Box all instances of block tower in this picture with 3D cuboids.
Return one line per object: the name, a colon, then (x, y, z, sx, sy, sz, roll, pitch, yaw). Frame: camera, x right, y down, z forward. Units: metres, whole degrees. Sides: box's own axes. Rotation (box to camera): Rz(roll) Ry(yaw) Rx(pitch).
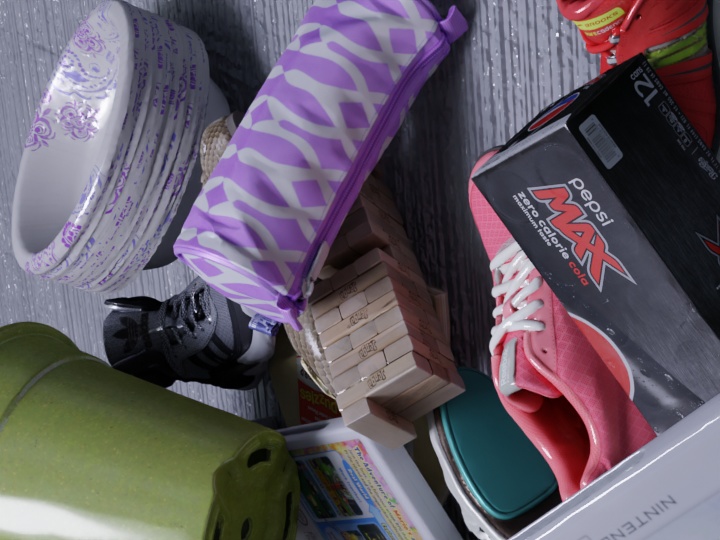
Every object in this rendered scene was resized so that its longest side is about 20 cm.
block tower: (0.000, 0.000, 0.760, 0.058, 0.054, 0.201, -31, 54, 20)

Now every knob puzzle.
knob puzzle: (0.006, 0.088, 0.860, 0.219, 0.030, 0.221, 23, 120, 48)

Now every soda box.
soda box: (0.139, 0.014, 0.559, 0.200, 0.063, 0.071, 53, 145, -6)

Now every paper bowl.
paper bowl: (-0.164, -0.081, 0.935, 0.200, 0.104, 0.202, -37, 43, 45)

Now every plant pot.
plant pot: (-0.146, 0.145, 0.814, 0.189, 0.200, 0.202, 8, 111, 25)

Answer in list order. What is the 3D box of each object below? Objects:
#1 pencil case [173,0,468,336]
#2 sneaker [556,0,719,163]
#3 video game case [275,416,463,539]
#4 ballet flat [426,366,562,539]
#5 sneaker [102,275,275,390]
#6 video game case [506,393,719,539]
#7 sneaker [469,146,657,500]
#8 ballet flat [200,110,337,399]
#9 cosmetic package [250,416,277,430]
pencil case: (-0.024, -0.067, 0.718, 0.085, 0.084, 0.201, 18, 76, 37)
sneaker: (0.120, -0.108, 0.582, 0.077, 0.085, 0.201, 24, 120, 49)
video game case: (0.010, 0.185, 0.844, 0.182, 0.024, 0.201, -20, 105, 55)
ballet flat: (0.095, 0.145, 0.731, 0.200, 0.069, 0.070, 51, 138, 26)
sneaker: (-0.120, 0.037, 0.903, 0.200, 0.113, 0.076, 112, 153, -65)
video game case: (0.157, 0.170, 0.563, 0.200, 0.022, 0.182, 45, 122, -5)
sneaker: (0.097, 0.026, 0.648, 0.074, 0.086, 0.201, -46, 65, 50)
ballet flat: (-0.049, -0.003, 0.804, 0.046, 0.067, 0.201, -30, 80, 16)
cosmetic package: (-0.098, 0.221, 0.989, 0.090, 0.106, 0.201, -24, 81, 56)
